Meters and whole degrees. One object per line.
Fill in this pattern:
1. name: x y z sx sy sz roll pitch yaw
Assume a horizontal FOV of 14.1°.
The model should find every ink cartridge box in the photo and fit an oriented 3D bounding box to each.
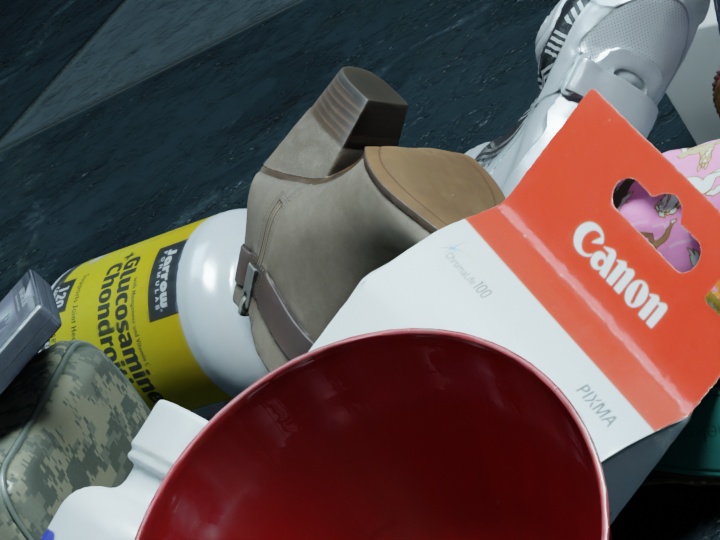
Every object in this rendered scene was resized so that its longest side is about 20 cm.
1. ink cartridge box: 0.066 0.035 1.236 0.200 0.057 0.163 -56 45 16

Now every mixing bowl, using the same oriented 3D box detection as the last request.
1. mixing bowl: 0.018 0.135 1.121 0.199 0.108 0.201 -14 52 18

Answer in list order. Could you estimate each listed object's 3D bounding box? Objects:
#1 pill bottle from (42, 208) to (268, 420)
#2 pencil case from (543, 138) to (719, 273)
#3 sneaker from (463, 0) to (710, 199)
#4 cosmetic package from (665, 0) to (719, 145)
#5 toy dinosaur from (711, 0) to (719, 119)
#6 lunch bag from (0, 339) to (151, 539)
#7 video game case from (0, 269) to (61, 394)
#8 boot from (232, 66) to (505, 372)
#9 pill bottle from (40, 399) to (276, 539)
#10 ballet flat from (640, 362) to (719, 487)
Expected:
1. pill bottle: -0.086 0.029 1.665 0.199 0.112 0.112 -18 22 43
2. pencil case: 0.170 -0.028 1.257 0.199 0.083 0.086 -20 -4 39
3. sneaker: 0.112 -0.054 1.397 0.200 0.075 0.115 -53 31 15
4. cosmetic package: 0.254 -0.130 1.523 0.108 0.085 0.200 -45 21 -30
5. toy dinosaur: 0.259 -0.129 1.374 0.181 0.106 0.200 -14 6 0
6. lunch bag: -0.187 0.147 1.477 0.167 0.140 0.200 -27 17 19
7. video game case: -0.220 0.087 1.440 0.200 0.019 0.143 -50 11 0
8. boot: 0.000 0.000 1.414 0.147 0.070 0.200 -67 30 23
9. pill bottle: -0.097 0.160 1.211 0.201 0.112 0.112 -60 21 -7
10. ballet flat: 0.121 0.061 1.262 0.199 0.071 0.065 6 18 43
